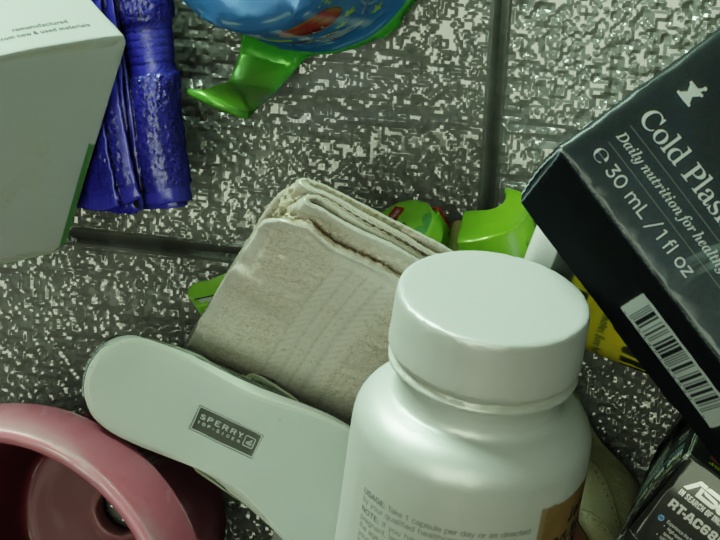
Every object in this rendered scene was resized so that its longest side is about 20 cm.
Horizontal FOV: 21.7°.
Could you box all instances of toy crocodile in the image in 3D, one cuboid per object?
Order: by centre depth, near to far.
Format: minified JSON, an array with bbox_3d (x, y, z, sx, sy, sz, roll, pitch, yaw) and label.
[{"bbox_3d":[0.000,0.000,1.025,0.200,0.062,0.068,-15,132,23],"label":"toy crocodile"}]

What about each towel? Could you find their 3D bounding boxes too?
[{"bbox_3d":[-0.015,0.036,0.985,0.132,0.035,0.200,27,143,-6],"label":"towel"},{"bbox_3d":[-0.153,-0.131,1.012,0.148,0.050,0.200,5,104,52],"label":"towel"}]

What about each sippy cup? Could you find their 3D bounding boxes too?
[{"bbox_3d":[-0.040,-0.174,0.964,0.139,0.130,0.178,-12,97,17],"label":"sippy cup"}]

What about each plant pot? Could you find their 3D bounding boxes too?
[{"bbox_3d":[-0.162,0.160,1.038,0.200,0.179,0.200,3,101,15],"label":"plant pot"}]

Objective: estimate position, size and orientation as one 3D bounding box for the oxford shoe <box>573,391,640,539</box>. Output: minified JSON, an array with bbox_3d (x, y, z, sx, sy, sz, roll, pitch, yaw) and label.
[{"bbox_3d":[0.125,0.140,0.969,0.070,0.075,0.200,114,139,-52],"label":"oxford shoe"}]

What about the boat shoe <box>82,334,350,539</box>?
[{"bbox_3d":[-0.053,0.090,0.998,0.200,0.064,0.071,32,93,-7],"label":"boat shoe"}]

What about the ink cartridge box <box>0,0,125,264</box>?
[{"bbox_3d":[-0.224,-0.119,0.994,0.200,0.083,0.147,47,134,29],"label":"ink cartridge box"}]

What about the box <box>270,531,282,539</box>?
[{"bbox_3d":[-0.026,0.219,1.027,0.119,0.041,0.200,21,77,42],"label":"box"}]

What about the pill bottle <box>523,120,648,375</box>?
[{"bbox_3d":[0.187,0.010,0.943,0.200,0.114,0.114,22,106,11],"label":"pill bottle"}]

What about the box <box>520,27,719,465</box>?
[{"bbox_3d":[0.211,-0.021,0.825,0.197,0.124,0.200,-37,85,-8],"label":"box"}]

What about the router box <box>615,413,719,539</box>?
[{"bbox_3d":[0.231,0.152,0.940,0.200,0.150,0.062,38,109,6],"label":"router box"}]

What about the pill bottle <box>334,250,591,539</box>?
[{"bbox_3d":[0.049,0.098,0.894,0.114,0.114,0.200,14,119,13],"label":"pill bottle"}]
